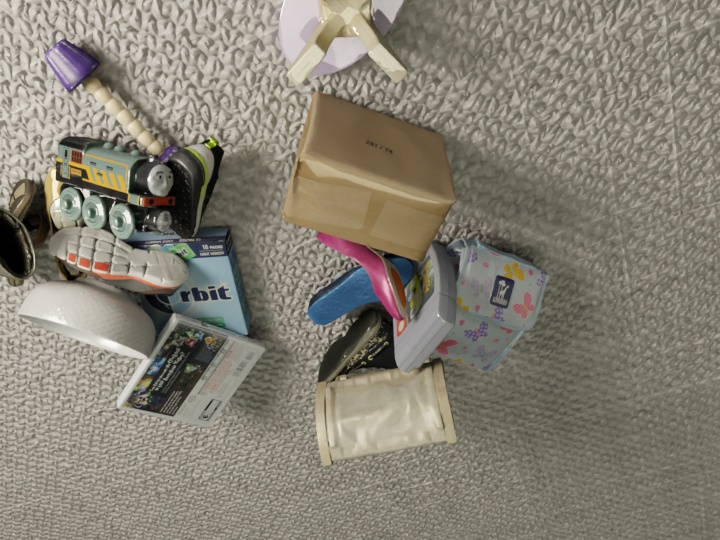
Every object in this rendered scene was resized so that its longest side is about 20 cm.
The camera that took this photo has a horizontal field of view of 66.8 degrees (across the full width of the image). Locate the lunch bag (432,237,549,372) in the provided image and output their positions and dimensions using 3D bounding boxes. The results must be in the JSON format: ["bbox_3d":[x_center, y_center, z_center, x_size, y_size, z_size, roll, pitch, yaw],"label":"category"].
[{"bbox_3d":[0.190,0.054,0.902,0.168,0.128,0.201,20,121,-21],"label":"lunch bag"}]

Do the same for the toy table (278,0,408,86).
[{"bbox_3d":[-0.019,-0.303,0.639,0.183,0.118,0.201,26,121,-19],"label":"toy table"}]

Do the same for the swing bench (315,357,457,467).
[{"bbox_3d":[0.044,0.216,0.869,0.197,0.131,0.200,-12,167,7],"label":"swing bench"}]

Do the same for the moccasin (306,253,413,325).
[{"bbox_3d":[-0.007,0.016,0.910,0.198,0.068,0.081,-24,116,15],"label":"moccasin"}]

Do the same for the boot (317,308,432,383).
[{"bbox_3d":[0.025,0.172,1.022,0.153,0.074,0.204,26,124,-22],"label":"boot"}]

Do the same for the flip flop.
[{"bbox_3d":[-0.516,-0.056,0.849,0.057,0.081,0.201,4,129,-32],"label":"flip flop"}]

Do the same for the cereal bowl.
[{"bbox_3d":[-0.414,0.067,0.854,0.198,0.084,0.200,14,161,5],"label":"cereal bowl"}]

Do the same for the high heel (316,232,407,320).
[{"bbox_3d":[0.000,0.000,0.825,0.095,0.202,0.067,-29,157,14],"label":"high heel"}]

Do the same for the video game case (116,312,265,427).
[{"bbox_3d":[-0.293,0.181,0.956,0.181,0.023,0.201,26,107,-38],"label":"video game case"}]

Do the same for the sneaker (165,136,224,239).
[{"bbox_3d":[-0.239,-0.118,0.802,0.072,0.083,0.200,43,144,-2],"label":"sneaker"}]

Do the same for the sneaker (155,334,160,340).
[{"bbox_3d":[-0.329,0.176,1.008,0.070,0.081,0.201,-13,133,11],"label":"sneaker"}]

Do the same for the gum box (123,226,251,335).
[{"bbox_3d":[-0.287,0.026,0.925,0.168,0.045,0.202,-3,127,3],"label":"gum box"}]

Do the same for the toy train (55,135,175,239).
[{"bbox_3d":[-0.336,-0.114,0.746,0.198,0.085,0.115,17,106,25],"label":"toy train"}]

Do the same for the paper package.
[{"bbox_3d":[0.011,-0.128,0.722,0.198,0.192,0.104,16,130,-11],"label":"paper package"}]

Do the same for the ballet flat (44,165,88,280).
[{"bbox_3d":[-0.443,-0.063,0.843,0.068,0.063,0.201,-6,132,-24],"label":"ballet flat"}]

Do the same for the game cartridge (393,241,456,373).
[{"bbox_3d":[0.097,0.044,0.846,0.041,0.201,0.133,27,122,-17],"label":"game cartridge"}]

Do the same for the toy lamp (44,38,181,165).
[{"bbox_3d":[-0.327,-0.218,0.737,0.058,0.059,0.200,-32,122,21],"label":"toy lamp"}]

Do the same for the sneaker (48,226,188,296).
[{"bbox_3d":[-0.369,0.001,0.832,0.198,0.078,0.082,20,137,-18],"label":"sneaker"}]

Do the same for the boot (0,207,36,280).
[{"bbox_3d":[-0.541,-0.065,0.766,0.199,0.072,0.183,-2,118,49],"label":"boot"}]
